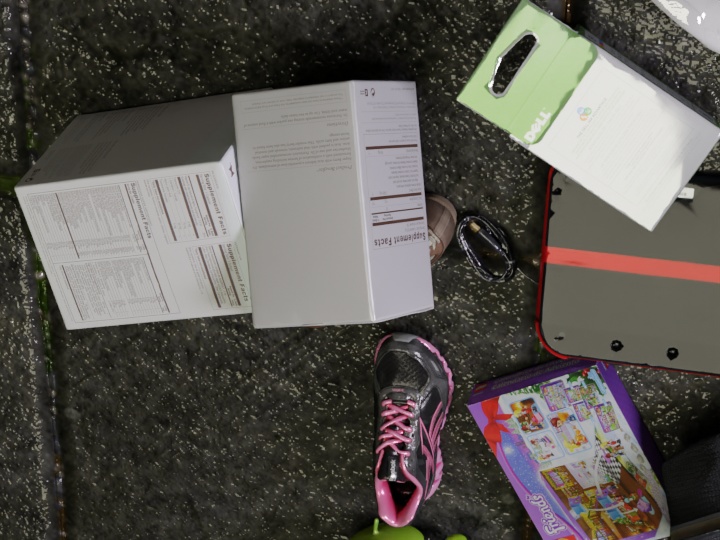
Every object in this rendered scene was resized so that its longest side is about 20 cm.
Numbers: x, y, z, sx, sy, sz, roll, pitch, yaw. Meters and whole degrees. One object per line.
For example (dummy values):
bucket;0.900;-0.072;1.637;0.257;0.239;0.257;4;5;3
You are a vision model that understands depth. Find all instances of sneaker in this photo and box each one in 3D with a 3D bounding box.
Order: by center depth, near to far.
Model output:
sneaker;0.310;-0.211;1.470;0.200;0.075;0.089;31;111;-9
sneaker;0.000;0.000;1.678;0.070;0.076;0.200;45;122;-12
sneaker;0.041;0.156;1.748;0.079;0.095;0.200;6;120;16

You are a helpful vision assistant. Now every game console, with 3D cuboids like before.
game console;0.255;0.000;1.604;0.200;0.031;0.177;7;100;12

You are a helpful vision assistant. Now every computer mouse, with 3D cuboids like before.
computer mouse;0.167;0.017;1.653;0.200;0.034;0.059;34;102;-2

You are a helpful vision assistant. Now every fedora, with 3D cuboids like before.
fedora;0.344;0.188;1.658;0.200;0.200;0.092;-22;78;27

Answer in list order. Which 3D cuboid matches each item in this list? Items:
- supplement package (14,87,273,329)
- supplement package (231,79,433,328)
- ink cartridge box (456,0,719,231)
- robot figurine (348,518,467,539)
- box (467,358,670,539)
supplement package;-0.170;-0.054;1.652;0.200;0.152;0.151;-6;118;20
supplement package;-0.022;-0.057;1.575;0.121;0.120;0.200;-3;93;28
ink cartridge box;0.189;-0.133;1.535;0.200;0.059;0.104;33;105;-5
robot figurine;0.051;0.333;1.836;0.175;0.116;0.200;-36;103;22
box;0.206;0.176;1.741;0.137;0.039;0.200;-20;112;26
